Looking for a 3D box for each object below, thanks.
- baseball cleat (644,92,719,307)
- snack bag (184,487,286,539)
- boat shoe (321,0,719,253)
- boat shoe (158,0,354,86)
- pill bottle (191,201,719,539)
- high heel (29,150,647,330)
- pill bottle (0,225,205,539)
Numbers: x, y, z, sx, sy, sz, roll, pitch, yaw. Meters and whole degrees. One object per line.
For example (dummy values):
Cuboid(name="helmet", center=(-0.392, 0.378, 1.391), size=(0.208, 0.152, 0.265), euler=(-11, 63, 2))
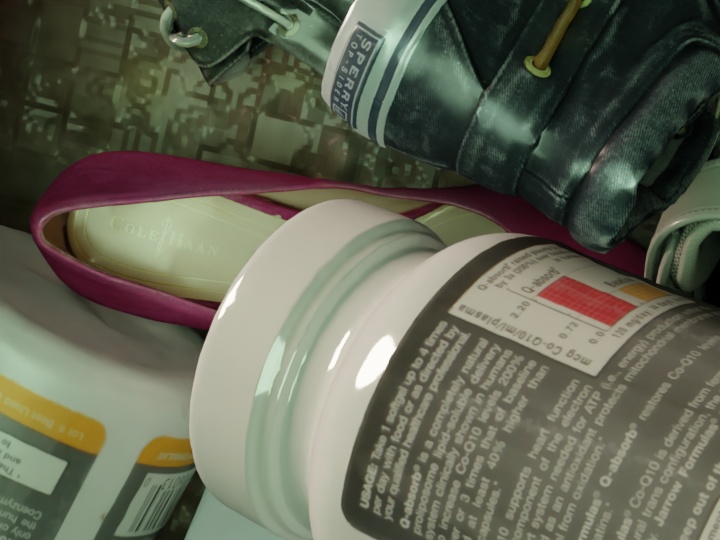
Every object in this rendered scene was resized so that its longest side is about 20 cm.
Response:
Cuboid(name="baseball cleat", center=(0.126, -0.048, 0.690), size=(0.069, 0.106, 0.201), euler=(3, 95, 25))
Cuboid(name="snack bag", center=(0.026, 0.108, 0.690), size=(0.188, 0.200, 0.021), euler=(7, 137, 17))
Cuboid(name="boat shoe", center=(0.075, -0.076, 0.659), size=(0.091, 0.200, 0.071), euler=(33, 135, 11))
Cuboid(name="boat shoe", center=(-0.033, -0.089, 0.733), size=(0.199, 0.072, 0.071), euler=(26, 97, 5))
Cuboid(name="pill bottle", center=(0.060, 0.058, 0.625), size=(0.199, 0.116, 0.117), euler=(24, 102, 31))
Cuboid(name="high heel", center=(0.000, 0.000, 0.726), size=(0.199, 0.096, 0.068), euler=(17, 100, 9))
Cuboid(name="pill bottle", center=(-0.134, 0.094, 0.755), size=(0.116, 0.116, 0.201), euler=(30, 102, 6))
